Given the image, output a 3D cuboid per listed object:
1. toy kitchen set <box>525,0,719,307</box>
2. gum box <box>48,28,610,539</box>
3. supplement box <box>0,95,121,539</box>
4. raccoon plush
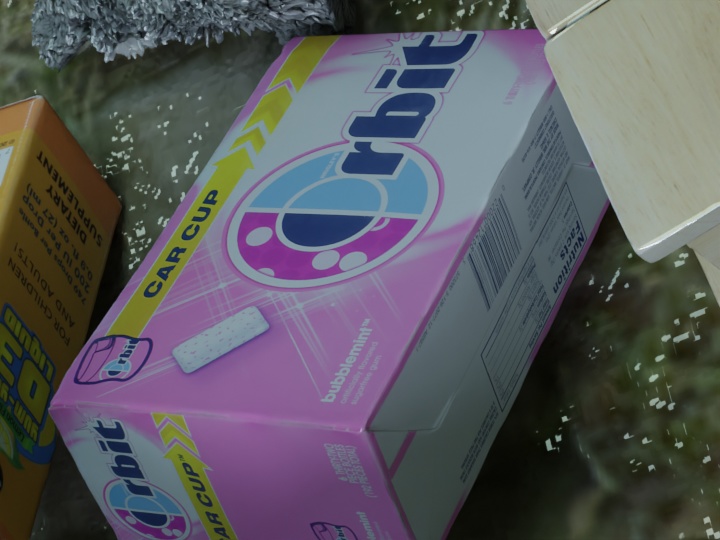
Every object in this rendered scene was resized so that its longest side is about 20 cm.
[{"bbox_3d":[0.128,-0.124,0.735,0.200,0.163,0.181,-32,60,18],"label":"toy kitchen set"},{"bbox_3d":[0.000,0.000,0.858,0.113,0.066,0.200,3,43,30],"label":"gum box"},{"bbox_3d":[-0.141,0.031,0.927,0.069,0.067,0.201,-15,40,24],"label":"supplement box"},{"bbox_3d":[-0.083,-0.125,0.929,0.133,0.200,0.097,-9,82,13],"label":"raccoon plush"}]
